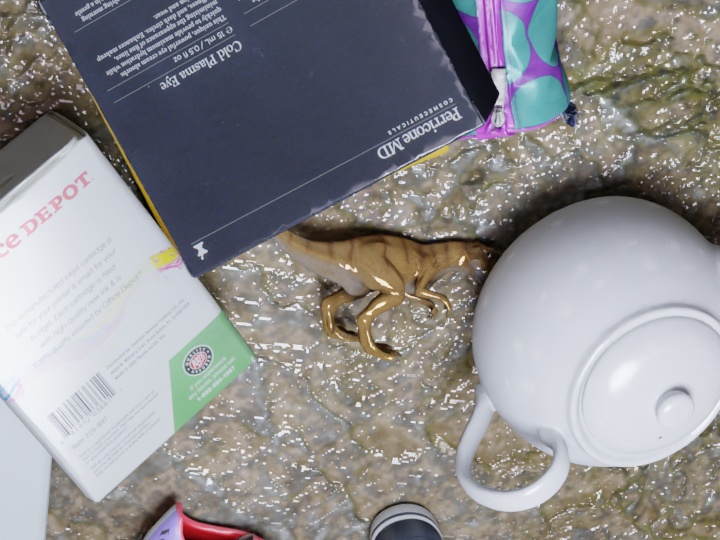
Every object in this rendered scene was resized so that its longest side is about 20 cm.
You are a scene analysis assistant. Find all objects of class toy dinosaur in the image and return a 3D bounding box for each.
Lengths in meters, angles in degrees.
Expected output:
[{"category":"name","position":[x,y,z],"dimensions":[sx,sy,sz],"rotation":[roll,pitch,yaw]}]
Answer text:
[{"category":"toy dinosaur","position":[0.000,0.000,1.226],"dimensions":[0.198,0.060,0.107],"rotation":[6,105,-24]}]

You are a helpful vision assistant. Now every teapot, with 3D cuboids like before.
[{"category":"teapot","position":[0.173,0.060,1.203],"dimensions":[0.195,0.146,0.202],"rotation":[6,117,-24]}]

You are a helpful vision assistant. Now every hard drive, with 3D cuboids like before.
[{"category":"hard drive","position":[-0.283,0.131,1.270],"dimensions":[0.130,0.026,0.202],"rotation":[5,118,-9]}]

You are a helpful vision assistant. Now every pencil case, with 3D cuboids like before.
[{"category":"pencil case","position":[0.080,-0.180,1.105],"dimensions":[0.084,0.093,0.202],"rotation":[-5,119,10]}]

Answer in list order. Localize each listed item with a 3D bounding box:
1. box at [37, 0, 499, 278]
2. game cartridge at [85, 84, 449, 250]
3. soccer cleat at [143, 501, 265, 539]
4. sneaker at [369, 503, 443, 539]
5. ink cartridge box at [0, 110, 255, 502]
[{"category":"box","position":[-0.049,-0.128,1.051],"dimensions":[0.199,0.104,0.183],"rotation":[-26,98,15]},{"category":"game cartridge","position":[-0.063,-0.115,1.163],"dimensions":[0.198,0.033,0.177],"rotation":[-23,120,4]},{"category":"soccer cleat","position":[-0.071,0.236,1.342],"dimensions":[0.198,0.068,0.074],"rotation":[24,110,-16]},{"category":"sneaker","position":[0.059,0.275,1.371],"dimensions":[0.078,0.080,0.201],"rotation":[-23,121,6]},{"category":"ink cartridge box","position":[-0.186,0.022,1.168],"dimensions":[0.145,0.087,0.201],"rotation":[-41,120,-11]}]
